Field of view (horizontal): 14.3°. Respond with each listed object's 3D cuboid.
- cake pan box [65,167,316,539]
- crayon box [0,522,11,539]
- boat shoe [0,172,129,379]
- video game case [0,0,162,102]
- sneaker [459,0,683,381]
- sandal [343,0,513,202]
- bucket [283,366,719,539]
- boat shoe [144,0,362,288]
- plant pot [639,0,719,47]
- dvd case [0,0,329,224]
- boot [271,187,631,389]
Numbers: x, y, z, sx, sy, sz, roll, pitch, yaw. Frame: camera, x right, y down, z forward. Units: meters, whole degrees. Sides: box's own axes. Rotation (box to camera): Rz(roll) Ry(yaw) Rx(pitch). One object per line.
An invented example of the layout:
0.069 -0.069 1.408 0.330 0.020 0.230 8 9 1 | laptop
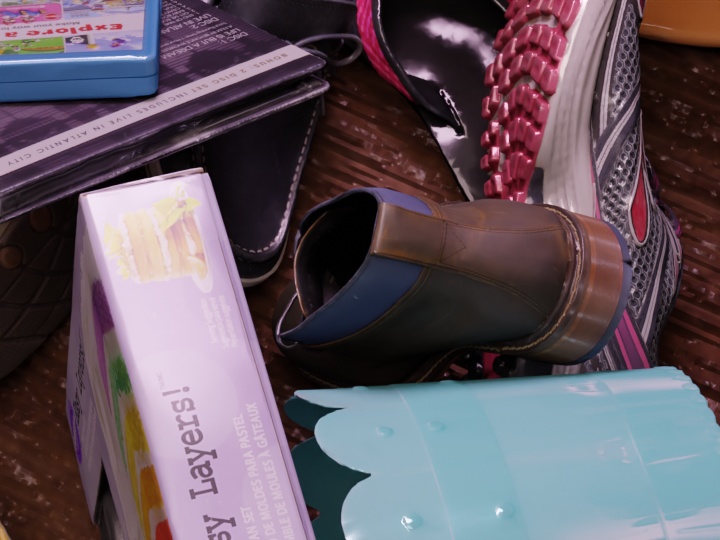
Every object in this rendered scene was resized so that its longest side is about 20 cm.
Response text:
-0.059 0.089 1.010 0.052 0.200 0.185 -10 68 -12 | cake pan box
-0.202 0.172 1.078 0.200 0.052 0.126 -32 70 -2 | crayon box
-0.136 -0.041 1.136 0.073 0.075 0.200 19 67 24 | boat shoe
-0.146 -0.114 1.082 0.143 0.018 0.200 -2 30 -2 | video game case
0.086 -0.032 1.079 0.074 0.081 0.201 6 91 -16 | sneaker
0.035 -0.092 1.135 0.075 0.045 0.200 -34 70 -3 | sandal
0.055 0.129 0.977 0.134 0.207 0.208 -7 70 -7 | bucket
-0.039 -0.093 1.114 0.062 0.074 0.201 1 83 51 | boat shoe
0.131 -0.201 1.092 0.199 0.200 0.140 13 57 12 | plant pot
-0.131 -0.080 1.056 0.148 0.016 0.200 -24 37 -35 | dvd case
0.000 0.000 1.028 0.097 0.200 0.075 16 74 -31 | boot
